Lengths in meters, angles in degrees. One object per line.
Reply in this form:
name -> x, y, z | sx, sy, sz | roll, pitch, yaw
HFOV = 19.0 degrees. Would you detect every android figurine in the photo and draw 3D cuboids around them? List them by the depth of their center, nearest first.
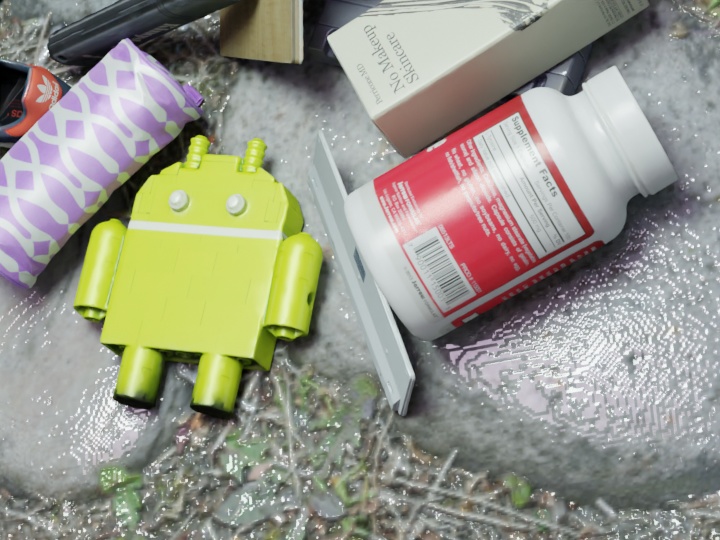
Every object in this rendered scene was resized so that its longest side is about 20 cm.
android figurine -> -0.111, 0.001, 1.499 | 0.181, 0.041, 0.201 | 6, 74, 24

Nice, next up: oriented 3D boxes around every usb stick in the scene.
usb stick -> -0.152, -0.184, 1.539 | 0.200, 0.055, 0.033 | -15, 89, 45

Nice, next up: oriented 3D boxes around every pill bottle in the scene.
pill bottle -> 0.099, -0.047, 1.393 | 0.200, 0.112, 0.113 | -29, 62, 8

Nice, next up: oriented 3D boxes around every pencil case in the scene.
pencil case -> -0.203, -0.073, 1.538 | 0.200, 0.085, 0.084 | -45, 53, 1

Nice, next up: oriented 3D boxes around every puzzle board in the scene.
puzzle board -> -0.068, -0.248, 1.499 | 0.151, 0.017, 0.201 | -161, 70, -66

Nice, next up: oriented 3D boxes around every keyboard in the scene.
keyboard -> 0.000, 0.000, 1.447 | 0.011, 0.056, 0.201 | -10, 61, -20

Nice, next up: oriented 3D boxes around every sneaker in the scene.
sneaker -> -0.306, -0.129, 1.601 | 0.199, 0.085, 0.075 | -3, 68, 21

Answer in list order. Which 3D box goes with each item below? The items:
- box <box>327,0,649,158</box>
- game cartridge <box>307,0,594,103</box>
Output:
box -> 0.085, -0.167, 1.436 | 0.200, 0.068, 0.082 | -33, 61, 6
game cartridge -> 0.074, -0.188, 1.506 | 0.199, 0.038, 0.130 | 15, 72, 26
